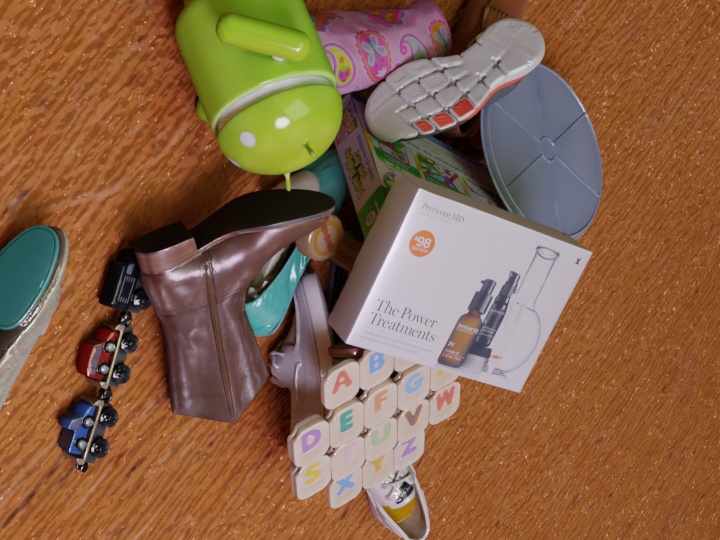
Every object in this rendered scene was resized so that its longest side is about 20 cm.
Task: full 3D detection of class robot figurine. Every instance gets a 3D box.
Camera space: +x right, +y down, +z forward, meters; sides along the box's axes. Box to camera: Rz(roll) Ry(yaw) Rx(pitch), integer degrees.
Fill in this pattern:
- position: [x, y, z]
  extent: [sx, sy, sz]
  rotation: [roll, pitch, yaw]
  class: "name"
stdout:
- position: [-0.086, -0.171, 1.065]
  extent: [0.115, 0.175, 0.201]
  rotation: [-18, 77, -21]
  class: "robot figurine"

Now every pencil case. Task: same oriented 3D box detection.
- position: [-0.001, -0.210, 1.197]
  extent: [0.199, 0.087, 0.088]
  rotation: [-16, 110, -41]
  class: "pencil case"

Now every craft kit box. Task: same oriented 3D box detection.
- position: [0.073, -0.066, 1.209]
  extent: [0.199, 0.198, 0.049]
  rotation: [25, 118, -31]
  class: "craft kit box"

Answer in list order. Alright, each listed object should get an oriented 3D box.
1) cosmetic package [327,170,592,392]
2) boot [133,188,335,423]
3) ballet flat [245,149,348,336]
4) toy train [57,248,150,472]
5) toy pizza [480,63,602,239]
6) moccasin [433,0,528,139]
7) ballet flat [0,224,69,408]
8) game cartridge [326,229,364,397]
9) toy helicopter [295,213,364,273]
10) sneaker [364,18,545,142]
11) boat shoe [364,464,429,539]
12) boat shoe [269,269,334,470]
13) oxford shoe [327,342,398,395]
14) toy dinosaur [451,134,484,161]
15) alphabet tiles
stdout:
- position: [0.090, 0.014, 1.109]
  extent: [0.199, 0.052, 0.151]
  rotation: [17, 104, -30]
  class: "cosmetic package"
- position: [-0.098, 0.037, 1.117]
  extent: [0.185, 0.064, 0.201]
  rotation: [-16, 122, -9]
  class: "boot"
- position: [-0.072, -0.035, 1.177]
  extent: [0.070, 0.067, 0.201]
  rotation: [36, 76, -49]
  class: "ballet flat"
- position: [-0.224, 0.077, 1.086]
  extent: [0.046, 0.034, 0.201]
  rotation: [18, 86, -40]
  class: "toy train"
- position: [0.186, -0.124, 1.314]
  extent: [0.200, 0.032, 0.201]
  rotation: [15, 68, -41]
  class: "toy pizza"
- position: [0.131, -0.230, 1.319]
  extent: [0.074, 0.078, 0.202]
  rotation: [46, 68, -39]
  class: "moccasin"
- position: [-0.292, 0.055, 1.011]
  extent: [0.201, 0.067, 0.062]
  rotation: [-61, 160, -10]
  class: "ballet flat"
- position: [0.018, 0.060, 1.309]
  extent: [0.133, 0.041, 0.201]
  rotation: [2, 98, -47]
  class: "game cartridge"
- position: [0.000, 0.000, 1.196]
  extent: [0.200, 0.079, 0.133]
  rotation: [29, 90, -50]
  class: "toy helicopter"
- position: [0.092, -0.169, 1.210]
  extent: [0.199, 0.082, 0.077]
  rotation: [-28, 74, -16]
  class: "sneaker"
- position: [0.031, 0.217, 1.309]
  extent: [0.071, 0.070, 0.201]
  rotation: [-33, 131, -18]
  class: "boat shoe"
- position: [-0.056, 0.101, 1.226]
  extent: [0.068, 0.072, 0.201]
  rotation: [-7, 100, 0]
  class: "boat shoe"
- position: [0.029, 0.109, 1.223]
  extent: [0.200, 0.070, 0.074]
  rotation: [20, 71, -59]
  class: "oxford shoe"
- position: [0.142, -0.054, 1.368]
  extent: [0.181, 0.105, 0.200]
  rotation: [43, 80, -20]
  class: "toy dinosaur"
- position: [0.017, 0.143, 1.191]
  extent: [0.199, 0.015, 0.196]
  rotation: [-26, 137, -26]
  class: "alphabet tiles"
